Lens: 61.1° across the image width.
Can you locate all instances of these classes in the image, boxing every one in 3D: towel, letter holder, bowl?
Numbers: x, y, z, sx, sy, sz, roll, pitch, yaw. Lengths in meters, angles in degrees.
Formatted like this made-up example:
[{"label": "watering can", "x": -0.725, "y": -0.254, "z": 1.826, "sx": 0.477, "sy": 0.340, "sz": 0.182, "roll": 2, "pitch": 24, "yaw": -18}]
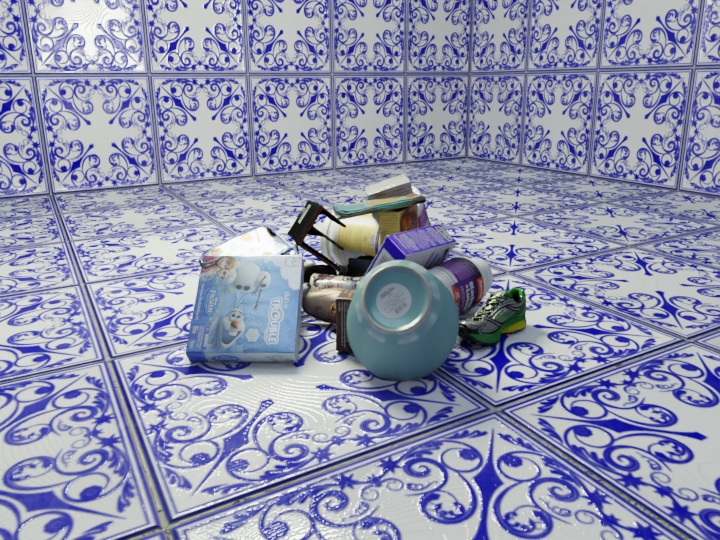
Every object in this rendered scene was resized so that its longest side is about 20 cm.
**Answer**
[{"label": "towel", "x": 0.037, "y": -0.147, "z": 1.349, "sx": 0.193, "sy": 0.022, "sz": 0.147, "roll": -12, "pitch": 13, "yaw": -5}, {"label": "letter holder", "x": -0.082, "y": -0.080, "z": 1.448, "sx": 0.140, "sy": 0.102, "sz": 0.200, "roll": 35, "pitch": 1, "yaw": -16}, {"label": "bowl", "x": 0.064, "y": 0.066, "z": 0.997, "sx": 0.193, "sy": 0.207, "sz": 0.106, "roll": 2, "pitch": -25, "yaw": 10}]

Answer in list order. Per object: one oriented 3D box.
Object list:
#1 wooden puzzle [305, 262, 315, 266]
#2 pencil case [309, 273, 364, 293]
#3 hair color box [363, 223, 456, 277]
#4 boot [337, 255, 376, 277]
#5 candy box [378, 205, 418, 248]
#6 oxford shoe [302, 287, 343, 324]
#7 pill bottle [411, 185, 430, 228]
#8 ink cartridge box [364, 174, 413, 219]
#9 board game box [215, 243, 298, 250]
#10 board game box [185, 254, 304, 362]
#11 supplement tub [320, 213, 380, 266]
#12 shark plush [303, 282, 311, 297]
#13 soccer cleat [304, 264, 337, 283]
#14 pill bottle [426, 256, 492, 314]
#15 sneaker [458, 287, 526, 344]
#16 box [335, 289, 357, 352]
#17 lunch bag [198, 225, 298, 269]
[{"label": "wooden puzzle", "x": -0.242, "y": -0.017, "z": 1.594, "sx": 0.196, "sy": 0.039, "sz": 0.182, "roll": 13, "pitch": 22, "yaw": 38}, {"label": "pencil case", "x": -0.016, "y": 0.049, "z": 1.299, "sx": 0.192, "sy": 0.081, "sz": 0.089, "roll": 1, "pitch": 2, "yaw": 6}, {"label": "hair color box", "x": 0.104, "y": -0.024, "z": 1.245, "sx": 0.065, "sy": 0.111, "sz": 0.197, "roll": 46, "pitch": 33, "yaw": 23}, {"label": "boot", "x": 0.000, "y": 0.000, "z": 1.424, "sx": 0.073, "sy": 0.100, "sz": 0.199, "roll": -8, "pitch": 19, "yaw": -26}, {"label": "candy box", "x": 0.092, "y": -0.041, "z": 1.374, "sx": 0.055, "sy": 0.207, "sz": 0.116, "roll": 4, "pitch": 17, "yaw": 26}, {"label": "oxford shoe", "x": -0.034, "y": 0.073, "z": 1.205, "sx": 0.193, "sy": 0.074, "sz": 0.073, "roll": 5, "pitch": 0, "yaw": 19}, {"label": "pill bottle", "x": 0.136, "y": -0.138, "z": 1.697, "sx": 0.109, "sy": 0.116, "sz": 0.201, "roll": 5, "pitch": -26, "yaw": 19}, {"label": "ink cartridge box", "x": 0.073, "y": -0.182, "z": 1.507, "sx": 0.111, "sy": 0.070, "sz": 0.200, "roll": -16, "pitch": 13, "yaw": 3}, {"label": "board game box", "x": -0.241, "y": 0.018, "z": 1.344, "sx": 0.192, "sy": 0.044, "sz": 0.202, "roll": 1, "pitch": 40, "yaw": 1}, {"label": "board game box", "x": -0.204, "y": 0.067, "z": 1.112, "sx": 0.191, "sy": 0.044, "sz": 0.206, "roll": 0, "pitch": 57, "yaw": 1}, {"label": "supplement tub", "x": 0.006, "y": -0.079, "z": 1.597, "sx": 0.194, "sy": 0.151, "sz": 0.145, "roll": 8, "pitch": 18, "yaw": 26}, {"label": "shark plush", "x": -0.163, "y": 0.082, "z": 1.181, "sx": 0.088, "sy": 0.084, "sz": 0.203, "roll": 22, "pitch": 52, "yaw": 7}, {"label": "soccer cleat", "x": -0.149, "y": 0.021, "z": 1.457, "sx": 0.193, "sy": 0.067, "sz": 0.084, "roll": -2, "pitch": -11, "yaw": 8}, {"label": "pill bottle", "x": 0.196, "y": 0.035, "z": 1.278, "sx": 0.109, "sy": 0.115, "sz": 0.197, "roll": 13, "pitch": 22, "yaw": 39}, {"label": "sneaker", "x": 0.249, "y": 0.082, "z": 1.170, "sx": 0.196, "sy": 0.088, "sz": 0.077, "roll": -17, "pitch": 23, "yaw": -42}, {"label": "box", "x": 0.054, "y": 0.094, "z": 1.106, "sx": 0.193, "sy": 0.104, "sz": 0.075, "roll": 4, "pitch": 13, "yaw": 13}, {"label": "lunch bag", "x": -0.224, "y": -0.008, "z": 1.274, "sx": 0.197, "sy": 0.077, "sz": 0.159, "roll": -30, "pitch": 51, "yaw": -29}]
